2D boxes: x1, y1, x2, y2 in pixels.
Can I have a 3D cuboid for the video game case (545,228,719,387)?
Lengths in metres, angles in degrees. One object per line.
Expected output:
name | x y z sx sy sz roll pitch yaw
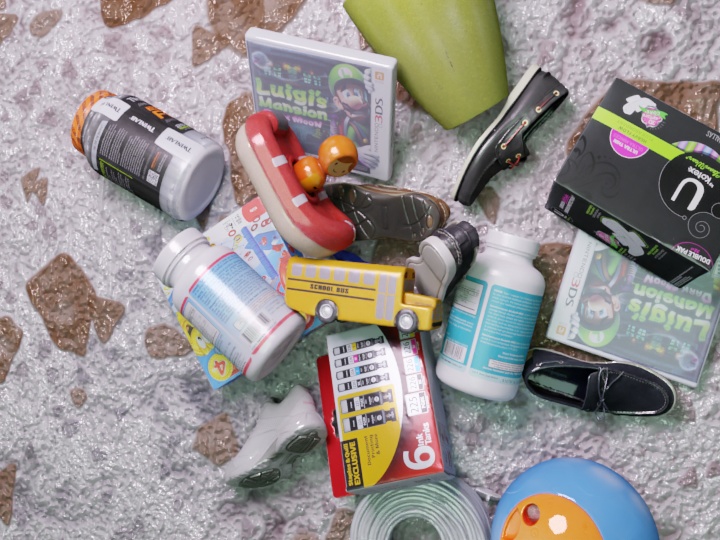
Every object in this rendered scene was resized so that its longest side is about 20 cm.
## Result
video game case | 0.359 0.030 0.958 0.196 0.023 0.186 18 95 12

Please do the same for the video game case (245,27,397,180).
video game case | -0.050 -0.213 0.978 0.196 0.184 0.024 16 51 13

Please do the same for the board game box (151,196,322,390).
board game box | -0.167 0.032 1.063 0.198 0.056 0.199 -31 84 12

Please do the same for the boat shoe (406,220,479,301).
boat shoe | 0.102 -0.010 0.939 0.060 0.201 0.075 -33 76 -12

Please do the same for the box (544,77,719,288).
box | 0.344 -0.101 0.892 0.198 0.124 0.150 32 86 12

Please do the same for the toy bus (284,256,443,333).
toy bus | 0.005 0.031 0.942 0.195 0.065 0.080 6 89 20

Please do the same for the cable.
cable | 0.081 0.366 1.005 0.196 0.069 0.204 21 96 12

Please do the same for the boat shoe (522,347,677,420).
boat shoe | 0.297 0.149 0.947 0.195 0.062 0.076 13 111 14

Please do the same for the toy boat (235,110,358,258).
toy boat | -0.060 -0.122 0.945 0.129 0.130 0.203 -28 92 15

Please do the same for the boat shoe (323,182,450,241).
boat shoe | 0.031 -0.079 1.008 0.197 0.073 0.078 14 110 32

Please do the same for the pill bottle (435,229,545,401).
pill bottle | 0.171 0.055 0.957 0.108 0.111 0.205 16 95 12

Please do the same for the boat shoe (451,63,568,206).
boat shoe | 0.190 -0.165 0.966 0.063 0.074 0.203 37 97 12

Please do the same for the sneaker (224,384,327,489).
sneaker | -0.123 0.235 1.058 0.199 0.077 0.101 -40 45 25

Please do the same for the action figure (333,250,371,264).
action figure | 0.000 0.000 1.021 0.197 0.066 0.052 28 75 12

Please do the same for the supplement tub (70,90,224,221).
supplement tub | -0.301 -0.167 1.057 0.197 0.122 0.124 29 97 10

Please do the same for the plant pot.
plant pot | 0.103 -0.290 0.944 0.184 0.187 0.203 -27 99 12

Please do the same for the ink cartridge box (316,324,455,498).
ink cartridge box | 0.018 0.182 0.978 0.172 0.084 0.204 -15 67 14

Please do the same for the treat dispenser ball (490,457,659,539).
treat dispenser ball | 0.255 0.330 0.897 0.196 0.201 0.206 0 91 13

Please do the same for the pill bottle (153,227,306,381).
pill bottle | -0.174 0.041 0.981 0.199 0.109 0.109 42 99 9
